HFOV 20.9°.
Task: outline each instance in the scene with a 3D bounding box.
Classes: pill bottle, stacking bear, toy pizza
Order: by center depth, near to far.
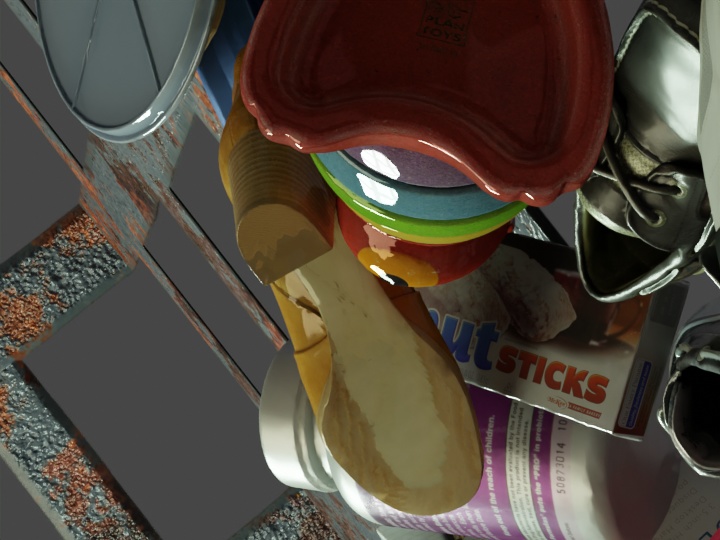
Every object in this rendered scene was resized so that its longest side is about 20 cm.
[{"bbox_3d":[0.028,-0.054,0.738,0.121,0.114,0.200,14,162,4],"label":"stacking bear"},{"bbox_3d":[-0.104,-0.161,0.930,0.200,0.032,0.201,-1,89,57],"label":"toy pizza"},{"bbox_3d":[0.053,0.078,0.992,0.199,0.112,0.112,3,141,29],"label":"pill bottle"}]

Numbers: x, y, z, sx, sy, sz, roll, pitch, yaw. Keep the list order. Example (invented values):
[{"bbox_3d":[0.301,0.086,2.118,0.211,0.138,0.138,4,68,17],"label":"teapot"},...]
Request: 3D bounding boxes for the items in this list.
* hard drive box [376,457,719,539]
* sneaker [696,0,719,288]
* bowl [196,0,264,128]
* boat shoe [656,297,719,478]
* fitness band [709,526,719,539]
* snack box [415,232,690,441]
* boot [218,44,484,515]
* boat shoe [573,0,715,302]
[{"bbox_3d":[0.133,0.162,1.024,0.200,0.156,0.077,42,169,38],"label":"hard drive box"},{"bbox_3d":[0.142,-0.016,0.593,0.089,0.074,0.201,-115,17,-78],"label":"sneaker"},{"bbox_3d":[-0.049,-0.105,1.020,0.201,0.039,0.201,-24,-90,-81],"label":"bowl"},{"bbox_3d":[0.157,0.055,0.822,0.072,0.068,0.200,51,169,3],"label":"boat shoe"},{"bbox_3d":[0.167,0.126,0.809,0.037,0.144,0.200,39,170,6],"label":"fitness band"},{"bbox_3d":[0.062,0.018,0.898,0.024,0.072,0.200,15,-179,-40],"label":"snack box"},{"bbox_3d":[-0.001,0.000,0.887,0.201,0.071,0.144,59,-164,-30],"label":"boot"},{"bbox_3d":[0.111,-0.038,0.716,0.072,0.066,0.201,48,168,19],"label":"boat shoe"}]
